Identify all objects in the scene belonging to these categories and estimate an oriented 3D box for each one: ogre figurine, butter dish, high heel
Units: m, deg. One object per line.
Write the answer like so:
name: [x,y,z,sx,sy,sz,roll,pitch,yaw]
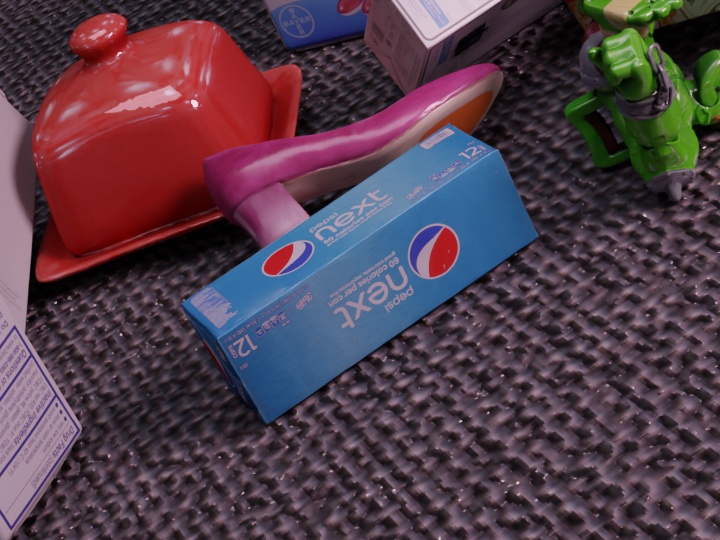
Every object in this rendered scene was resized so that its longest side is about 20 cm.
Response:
ogre figurine: [0.164,-0.125,1.154,0.098,0.120,0.200,-26,30,-6]
butter dish: [-0.156,-0.113,1.372,0.200,0.148,0.200,-19,31,15]
high heel: [-0.006,-0.092,1.272,0.200,0.067,0.096,-39,63,1]

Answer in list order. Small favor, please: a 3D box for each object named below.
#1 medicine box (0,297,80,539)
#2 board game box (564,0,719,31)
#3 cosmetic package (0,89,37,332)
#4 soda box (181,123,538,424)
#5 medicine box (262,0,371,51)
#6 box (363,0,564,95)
medicine box: [-0.298,0.062,1.143,0.182,0.200,0.103,-9,32,30]
board game box: [0.242,-0.218,1.254,0.151,0.046,0.200,-41,14,-22]
cosmetic package: [-0.286,-0.039,1.336,0.081,0.113,0.200,-19,50,20]
soda box: [0.000,0.000,1.144,0.200,0.068,0.064,-34,29,-11]
medicine box: [-0.005,-0.290,1.470,0.182,0.200,0.103,-10,34,29]
box: [0.103,-0.208,1.339,0.200,0.060,0.117,-35,-9,-13]
